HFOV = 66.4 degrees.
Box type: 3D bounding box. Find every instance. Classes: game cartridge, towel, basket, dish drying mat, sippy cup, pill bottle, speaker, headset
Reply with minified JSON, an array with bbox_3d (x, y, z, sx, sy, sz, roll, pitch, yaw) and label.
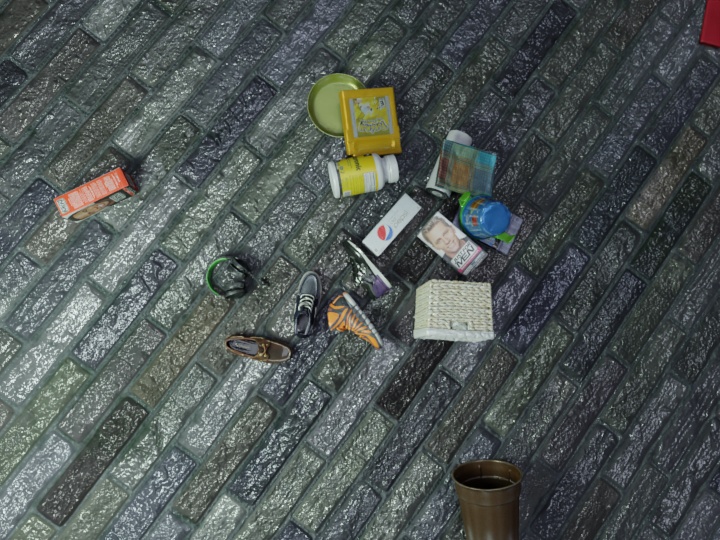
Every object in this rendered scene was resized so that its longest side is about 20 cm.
[{"bbox_3d":[0.031,-0.449,1.674,0.175,0.032,0.202,-10,93,-17],"label":"game cartridge"},{"bbox_3d":[0.321,-0.302,1.657,0.199,0.022,0.148,10,88,-25],"label":"towel"},{"bbox_3d":[0.266,0.122,1.596,0.196,0.200,0.162,4,79,-5],"label":"basket"},{"bbox_3d":[1.192,-0.850,1.849,0.076,0.018,0.202,14,85,-3],"label":"dish drying mat"},{"bbox_3d":[0.374,-0.154,1.615,0.176,0.130,0.141,4,97,-9],"label":"sippy cup"},{"bbox_3d":[0.009,-0.288,1.646,0.198,0.111,0.112,-12,86,-7],"label":"pill bottle"},{"bbox_3d":[0.273,-0.325,1.688,0.081,0.081,0.201,23,84,-3],"label":"speaker"},{"bbox_3d":[0.392,-0.146,1.709,0.199,0.038,0.130,27,79,-2],"label":"game cartridge"},{"bbox_3d":[-0.360,0.024,1.594,0.198,0.094,0.125,9,85,7],"label":"headset"}]

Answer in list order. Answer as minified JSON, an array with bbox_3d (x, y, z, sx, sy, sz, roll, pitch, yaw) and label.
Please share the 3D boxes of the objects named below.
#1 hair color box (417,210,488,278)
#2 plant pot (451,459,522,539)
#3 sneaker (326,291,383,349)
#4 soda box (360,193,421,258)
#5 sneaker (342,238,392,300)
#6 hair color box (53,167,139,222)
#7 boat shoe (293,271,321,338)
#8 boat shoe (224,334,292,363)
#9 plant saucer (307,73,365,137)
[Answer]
[{"bbox_3d":[0.277,-0.079,1.666,0.200,0.061,0.100,40,99,-1],"label":"hair color box"},{"bbox_3d":[0.366,0.674,1.566,0.199,0.200,0.200,-5,93,-6],"label":"plant pot"},{"bbox_3d":[-0.025,0.172,1.629,0.112,0.078,0.200,-38,79,-3],"label":"sneaker"},{"bbox_3d":[0.091,-0.134,1.664,0.068,0.064,0.200,42,82,0],"label":"soda box"},{"bbox_3d":[0.000,0.000,1.641,0.087,0.076,0.200,-41,90,-1],"label":"sneaker"},{"bbox_3d":[-0.752,-0.214,1.574,0.199,0.102,0.062,-27,88,-6],"label":"hair color box"},{"bbox_3d":[-0.154,0.099,1.606,0.074,0.093,0.202,7,85,-5],"label":"boat shoe"},{"bbox_3d":[-0.296,0.230,1.595,0.198,0.070,0.071,9,83,-6],"label":"boat shoe"},{"bbox_3d":[-0.065,-0.505,1.697,0.198,0.031,0.202,1,85,-6],"label":"plant saucer"}]
